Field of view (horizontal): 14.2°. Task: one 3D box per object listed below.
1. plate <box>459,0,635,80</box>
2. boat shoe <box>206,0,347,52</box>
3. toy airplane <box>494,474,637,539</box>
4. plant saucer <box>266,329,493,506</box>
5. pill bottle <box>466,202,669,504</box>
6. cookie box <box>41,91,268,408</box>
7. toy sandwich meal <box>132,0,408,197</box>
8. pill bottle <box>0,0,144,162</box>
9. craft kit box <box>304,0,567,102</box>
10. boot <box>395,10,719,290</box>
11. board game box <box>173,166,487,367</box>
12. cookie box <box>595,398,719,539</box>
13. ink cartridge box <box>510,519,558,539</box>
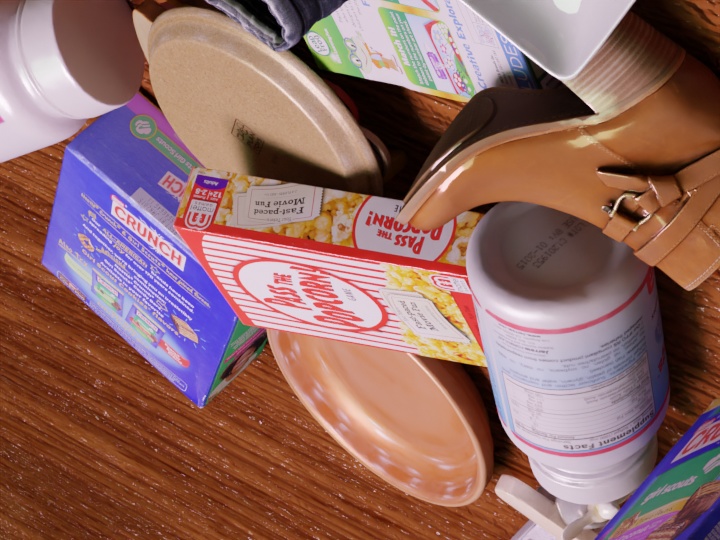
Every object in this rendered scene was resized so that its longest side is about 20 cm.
[{"bbox_3d":[0.081,-0.222,1.417,0.200,0.032,0.200,38,128,-1],"label":"plate"},{"bbox_3d":[-0.077,-0.216,1.582,0.200,0.091,0.071,46,155,-2],"label":"boat shoe"},{"bbox_3d":[0.191,0.200,1.869,0.199,0.141,0.200,41,-171,23],"label":"toy airplane"},{"bbox_3d":[0.020,0.081,2.039,0.200,0.037,0.200,35,153,21],"label":"plant saucer"},{"bbox_3d":[0.130,0.049,1.744,0.109,0.109,0.200,28,150,31],"label":"pill bottle"},{"bbox_3d":[-0.137,-0.013,2.085,0.171,0.075,0.200,41,155,8],"label":"cookie box"},{"bbox_3d":[-0.055,-0.109,1.835,0.205,0.070,0.205,32,154,18],"label":"toy sandwich meal"},{"bbox_3d":[-0.252,-0.131,1.973,0.199,0.114,0.114,-17,118,34],"label":"pill bottle"},{"bbox_3d":[0.017,-0.186,1.639,0.197,0.049,0.200,15,141,42],"label":"craft kit box"},{"bbox_3d":[0.126,-0.042,1.588,0.155,0.074,0.200,42,129,-13],"label":"boot"},{"bbox_3d":[0.000,0.000,1.821,0.199,0.046,0.152,10,158,21],"label":"board game box"},{"bbox_3d":[0.208,0.148,1.652,0.075,0.200,0.171,48,154,-5],"label":"cookie box"},{"bbox_3d":[0.146,0.287,2.013,0.198,0.200,0.047,42,-161,3],"label":"ink cartridge box"}]
